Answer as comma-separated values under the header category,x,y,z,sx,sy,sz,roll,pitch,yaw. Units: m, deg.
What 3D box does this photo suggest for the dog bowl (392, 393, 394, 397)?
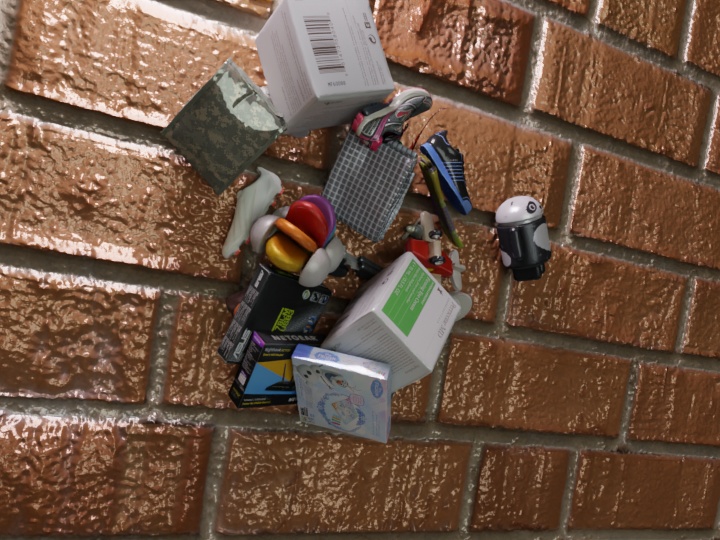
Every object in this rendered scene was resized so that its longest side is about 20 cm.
category,x,y,z,sx,sy,sz,roll,pitch,yaw
dog bowl,-0.011,0.237,1.347,0.194,0.058,0.207,-3,97,-22

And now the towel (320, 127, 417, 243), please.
category,x,y,z,sx,sy,sz,roll,pitch,yaw
towel,0.015,-0.185,1.239,0.163,0.085,0.204,30,107,16

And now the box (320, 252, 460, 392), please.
category,x,y,z,sx,sy,sz,roll,pitch,yaw
box,0.064,0.118,1.218,0.171,0.199,0.200,45,45,-9

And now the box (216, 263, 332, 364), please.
category,x,y,z,sx,sy,sz,roll,pitch,yaw
box,-0.172,0.103,1.210,0.191,0.047,0.204,20,101,-52

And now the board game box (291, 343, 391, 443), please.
category,x,y,z,sx,sy,sz,roll,pitch,yaw
board game box,-0.035,0.250,1.189,0.193,0.044,0.204,11,131,15

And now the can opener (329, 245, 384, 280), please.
category,x,y,z,sx,sy,sz,roll,pitch,yaw
can opener,0.000,0.000,1.340,0.196,0.053,0.067,25,120,-21

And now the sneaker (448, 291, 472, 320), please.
category,x,y,z,sx,sy,sz,roll,pitch,yaw
sneaker,0.190,0.104,1.406,0.195,0.080,0.079,-17,100,-21

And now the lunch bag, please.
category,x,y,z,sx,sy,sz,roll,pitch,yaw
lunch bag,-0.252,-0.280,1.128,0.198,0.119,0.164,-35,111,22

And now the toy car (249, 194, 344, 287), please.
category,x,y,z,sx,sy,sz,roll,pitch,yaw
toy car,-0.111,-0.079,1.186,0.173,0.200,0.152,33,113,6

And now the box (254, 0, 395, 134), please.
category,x,y,z,sx,sy,sz,roll,pitch,yaw
box,-0.072,-0.403,1.160,0.196,0.170,0.205,-17,88,-35

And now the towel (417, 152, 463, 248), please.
category,x,y,z,sx,sy,sz,roll,pitch,yaw
towel,0.180,-0.159,1.336,0.022,0.144,0.204,-23,112,3

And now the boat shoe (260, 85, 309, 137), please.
category,x,y,z,sx,sy,sz,roll,pitch,yaw
boat shoe,-0.189,-0.344,1.213,0.195,0.072,0.068,18,69,-17

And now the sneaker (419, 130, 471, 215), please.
category,x,y,z,sx,sy,sz,roll,pitch,yaw
sneaker,0.221,-0.232,1.392,0.077,0.070,0.202,-37,107,-10

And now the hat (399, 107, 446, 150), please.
category,x,y,z,sx,sy,sz,roll,pitch,yaw
hat,0.075,-0.233,1.272,0.161,0.175,0.207,-5,97,-23

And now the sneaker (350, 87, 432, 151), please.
category,x,y,z,sx,sy,sz,roll,pitch,yaw
sneaker,0.071,-0.302,1.192,0.197,0.081,0.075,-32,80,-26

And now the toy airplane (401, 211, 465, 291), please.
category,x,y,z,sx,sy,sz,roll,pitch,yaw
toy airplane,0.155,-0.013,1.358,0.138,0.201,0.203,-14,112,25

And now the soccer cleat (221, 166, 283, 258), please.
category,x,y,z,sx,sy,sz,roll,pitch,yaw
soccer cleat,-0.236,-0.119,1.219,0.077,0.069,0.203,35,77,-11

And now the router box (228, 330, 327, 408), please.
category,x,y,z,sx,sy,sz,roll,pitch,yaw
router box,-0.160,0.203,1.215,0.197,0.051,0.152,8,112,-48

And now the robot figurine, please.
category,x,y,z,sx,sy,sz,roll,pitch,yaw
robot figurine,0.403,-0.080,1.451,0.121,0.150,0.206,-15,101,-7

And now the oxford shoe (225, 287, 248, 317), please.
category,x,y,z,sx,sy,sz,roll,pitch,yaw
oxford shoe,-0.192,0.048,1.248,0.197,0.072,0.073,-18,132,-40
